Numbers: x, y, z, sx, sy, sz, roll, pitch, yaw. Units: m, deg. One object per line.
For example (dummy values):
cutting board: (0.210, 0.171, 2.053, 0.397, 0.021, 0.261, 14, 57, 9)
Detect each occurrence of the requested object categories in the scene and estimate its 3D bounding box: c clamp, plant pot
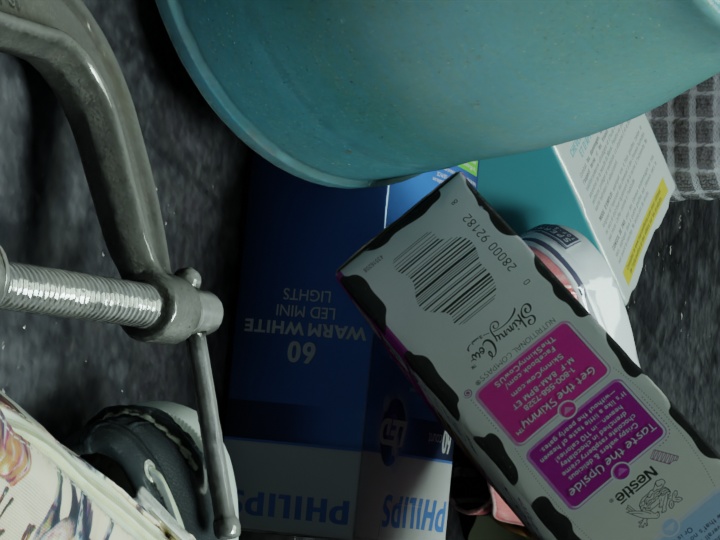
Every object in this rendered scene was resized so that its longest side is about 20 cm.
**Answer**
c clamp: (-0.087, -0.016, 0.854, 0.200, 0.027, 0.172, 23, 53, -65)
plant pot: (0.061, -0.131, 0.978, 0.199, 0.187, 0.201, 2, 88, -47)

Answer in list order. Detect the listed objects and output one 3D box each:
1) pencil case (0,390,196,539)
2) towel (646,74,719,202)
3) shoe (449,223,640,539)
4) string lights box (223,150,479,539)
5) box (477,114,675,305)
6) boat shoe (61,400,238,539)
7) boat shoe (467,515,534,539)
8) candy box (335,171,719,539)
pencil case: (-0.104, 0.068, 0.806, 0.078, 0.089, 0.200, 54, 0, 30)
towel: (0.177, -0.131, 1.417, 0.085, 0.165, 0.201, -8, 98, -58)
shoe: (0.079, 0.088, 1.219, 0.091, 0.071, 0.201, -32, 114, -25)
string lights box: (0.000, 0.000, 1.115, 0.103, 0.059, 0.201, 19, 76, -69)
box: (0.065, -0.083, 1.222, 0.201, 0.049, 0.082, 63, 36, -31)
boat shoe: (-0.071, 0.143, 0.942, 0.060, 0.075, 0.201, -14, 95, -70)
boat shoe: (0.080, 0.092, 1.330, 0.063, 0.073, 0.202, -64, 147, -29)
candy box: (0.086, 0.076, 1.019, 0.061, 0.200, 0.136, -39, 144, -3)
